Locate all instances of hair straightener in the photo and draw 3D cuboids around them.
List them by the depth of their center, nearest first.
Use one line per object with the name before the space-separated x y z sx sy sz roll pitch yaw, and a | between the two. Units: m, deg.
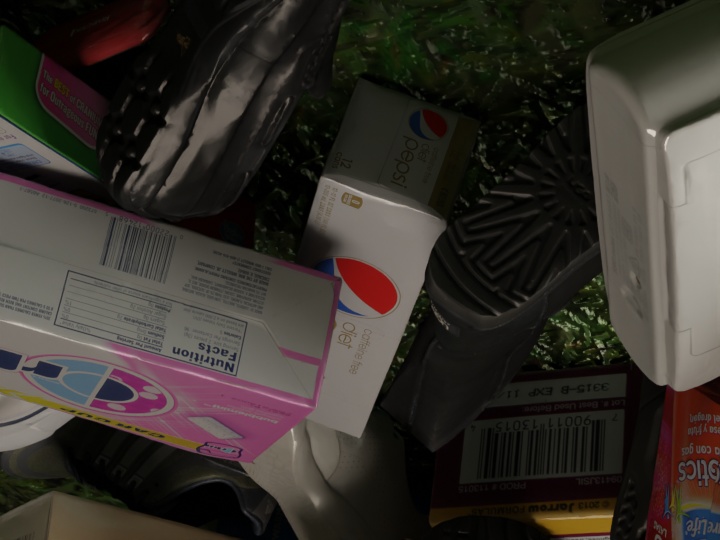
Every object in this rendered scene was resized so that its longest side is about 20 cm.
hair straightener | -0.145 -0.074 0.770 0.199 0.041 0.077 -18 135 31

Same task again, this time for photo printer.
photo printer | 0.191 -0.054 0.641 0.199 0.070 0.167 -25 138 -8

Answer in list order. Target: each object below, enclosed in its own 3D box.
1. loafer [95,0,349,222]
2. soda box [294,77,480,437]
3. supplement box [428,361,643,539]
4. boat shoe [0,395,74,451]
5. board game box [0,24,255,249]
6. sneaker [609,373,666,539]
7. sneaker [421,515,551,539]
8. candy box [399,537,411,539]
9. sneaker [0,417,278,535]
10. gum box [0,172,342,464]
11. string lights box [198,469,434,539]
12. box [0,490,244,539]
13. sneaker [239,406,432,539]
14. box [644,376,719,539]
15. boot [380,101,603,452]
loafer | -0.039 -0.102 0.670 0.070 0.068 0.201 11 127 -41
soda box | 0.000 0.000 0.807 0.063 0.068 0.200 19 143 1
supplement box | 0.132 0.153 0.955 0.130 0.104 0.200 -6 140 18
boat shoe | -0.165 0.039 0.913 0.199 0.074 0.067 -26 117 25
board game box | -0.166 -0.039 0.770 0.152 0.041 0.200 -8 156 27
sneaker | 0.201 0.071 0.814 0.114 0.201 0.076 6 -170 -35
sneaker | 0.095 0.202 0.885 0.199 0.076 0.087 32 144 -26
candy box | 0.026 0.240 0.925 0.115 0.056 0.200 -27 137 11
sneaker | -0.136 0.120 0.989 0.198 0.081 0.074 -2 142 15
gum box | -0.112 0.025 0.741 0.199 0.067 0.114 17 156 -13
string lights box | -0.014 0.182 1.062 0.198 0.059 0.103 -2 142 15
box | -0.119 0.200 0.961 0.199 0.078 0.095 21 151 -30
sneaker | -0.019 0.098 0.948 0.075 0.088 0.201 -6 118 52
box | 0.240 0.102 0.739 0.199 0.095 0.100 0 105 -22
boot | 0.090 0.004 0.785 0.164 0.066 0.200 -30 160 -15
